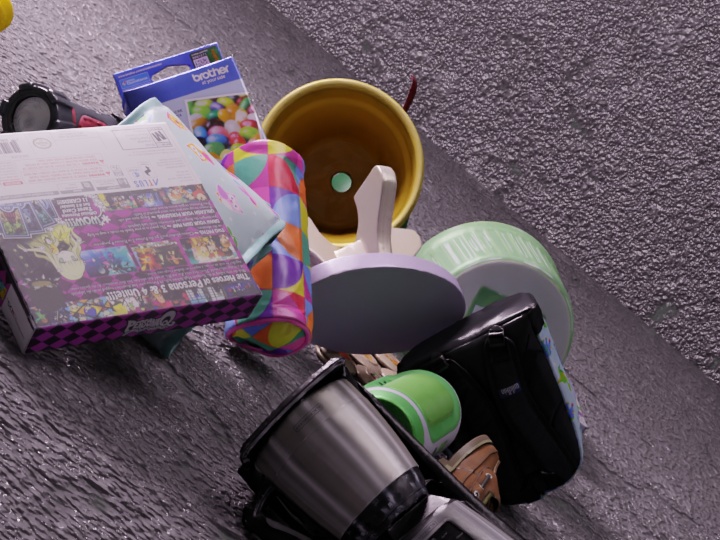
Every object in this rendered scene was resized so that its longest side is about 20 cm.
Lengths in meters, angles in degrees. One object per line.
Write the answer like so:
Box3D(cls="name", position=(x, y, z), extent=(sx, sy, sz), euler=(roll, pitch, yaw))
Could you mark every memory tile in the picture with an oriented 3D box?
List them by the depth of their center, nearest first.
Box3D(cls="memory tile", position=(0.021, 0.107, 1.895), extent=(0.199, 0.017, 0.153), euler=(36, 12, -23))

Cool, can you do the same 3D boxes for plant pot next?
Box3D(cls="plant pot", position=(-0.026, -0.115, 2.162), extent=(0.201, 0.201, 0.189), euler=(42, -3, 2))

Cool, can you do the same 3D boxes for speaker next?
Box3D(cls="speaker", position=(0.037, 0.140, 1.655), extent=(0.088, 0.089, 0.200), euler=(43, 12, 9))

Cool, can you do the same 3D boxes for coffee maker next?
Box3D(cls="coffee maker", position=(0.023, 0.179, 1.343), extent=(0.200, 0.135, 0.192), euler=(45, 11, 14))

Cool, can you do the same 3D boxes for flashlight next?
Box3D(cls="flashlight", position=(-0.267, -0.127, 1.707), extent=(0.067, 0.068, 0.200), euler=(18, -1, 20))

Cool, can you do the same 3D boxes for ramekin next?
Box3D(cls="ramekin", position=(0.140, 0.055, 2.000), extent=(0.200, 0.200, 0.098), euler=(37, 8, -19))

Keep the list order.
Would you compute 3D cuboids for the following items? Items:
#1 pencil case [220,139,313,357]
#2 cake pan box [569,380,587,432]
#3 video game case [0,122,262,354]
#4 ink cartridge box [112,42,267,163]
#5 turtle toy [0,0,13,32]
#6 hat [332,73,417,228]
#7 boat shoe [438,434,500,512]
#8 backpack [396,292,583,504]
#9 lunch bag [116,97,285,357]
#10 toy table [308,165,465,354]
Box3D(cls="pencil case", position=(-0.087, -0.021, 1.664), extent=(0.088, 0.088, 0.202), euler=(30, 47, -44))
Box3D(cls="cake pan box", position=(0.197, 0.132, 2.300), extent=(0.184, 0.052, 0.200), euler=(38, 12, -7))
Box3D(cls="video game case", position=(-0.196, -0.031, 1.356), extent=(0.199, 0.036, 0.182), euler=(-9, 56, -39))
Box3D(cls="ink cartridge box", position=(-0.156, -0.127, 1.765), extent=(0.042, 0.118, 0.201), euler=(111, -42, -68))
Box3D(cls="turtle toy", position=(-0.393, -0.212, 1.491), extent=(0.200, 0.101, 0.146), euler=(40, 35, 5))
Box3D(cls="hat", position=(0.045, -0.141, 2.354), extent=(0.165, 0.177, 0.200), euler=(33, -4, -23))
Box3D(cls="boat shoe", position=(0.091, 0.206, 1.650), extent=(0.068, 0.072, 0.200), euler=(47, 22, 10))
Box3D(cls="backpack", position=(0.147, 0.138, 1.824), extent=(0.201, 0.162, 0.154), euler=(60, 9, -9))
Box3D(cls="lunch bag", position=(-0.161, -0.047, 1.531), extent=(0.170, 0.122, 0.200), euler=(41, 30, -1))
Box3D(cls="toy table", position=(0.000, 0.000, 1.810), extent=(0.199, 0.184, 0.118), euler=(18, 37, -42))
